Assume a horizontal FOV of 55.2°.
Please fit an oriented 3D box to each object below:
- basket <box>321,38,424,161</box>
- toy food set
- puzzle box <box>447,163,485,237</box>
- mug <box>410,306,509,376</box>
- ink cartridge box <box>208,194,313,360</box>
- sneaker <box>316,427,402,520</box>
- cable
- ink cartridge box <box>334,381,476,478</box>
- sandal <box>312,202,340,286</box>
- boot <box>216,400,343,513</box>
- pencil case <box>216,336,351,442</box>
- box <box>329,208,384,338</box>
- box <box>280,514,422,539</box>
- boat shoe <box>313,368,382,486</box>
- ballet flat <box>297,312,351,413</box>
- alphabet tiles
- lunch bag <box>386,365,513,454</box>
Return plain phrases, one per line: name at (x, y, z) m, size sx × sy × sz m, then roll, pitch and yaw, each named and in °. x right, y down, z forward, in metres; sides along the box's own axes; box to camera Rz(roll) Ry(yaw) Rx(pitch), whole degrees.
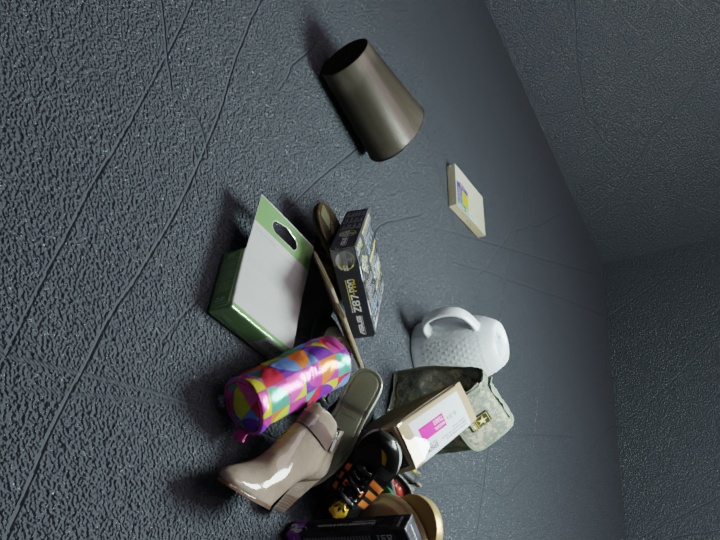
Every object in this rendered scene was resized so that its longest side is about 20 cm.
basket at (0.022, -0.355, 1.402) m, size 0.200 × 0.135 × 0.181 m, roll 50°, pitch 43°, yaw -33°
toy food set at (0.047, 0.429, 1.026) m, size 0.048 × 0.198 × 0.201 m, roll 9°, pitch 76°, yaw -34°
puzzle box at (0.297, -0.194, 1.928) m, size 0.200 × 0.025 × 0.134 m, roll 37°, pitch 47°, yaw -49°
mug at (0.204, 0.149, 1.444) m, size 0.200 × 0.175 × 0.148 m, roll 54°, pitch 35°, yaw -34°
ink cartridge box at (-0.141, 0.010, 1.021) m, size 0.146 × 0.048 × 0.201 m, roll 47°, pitch 39°, yaw -42°
sneaker at (-0.006, 0.317, 0.996) m, size 0.070 × 0.201 × 0.090 m, roll 35°, pitch 34°, yaw 9°
cable at (0.042, 0.350, 1.222) m, size 0.200 × 0.050 × 0.097 m, roll 46°, pitch 46°, yaw -23°
ink cartridge box at (0.069, 0.268, 1.117) m, size 0.200 × 0.164 × 0.075 m, roll -18°, pitch 80°, yaw -51°
sandal at (-0.054, -0.025, 1.196) m, size 0.082 × 0.054 × 0.201 m, roll -85°, pitch 162°, yaw -45°
boot at (-0.096, 0.239, 0.910) m, size 0.147 × 0.070 × 0.200 m, roll -54°, pitch 152°, yaw -13°
pencil case at (-0.099, 0.156, 0.950) m, size 0.200 × 0.088 × 0.089 m, roll -21°, pitch 96°, yaw -48°
box at (0.000, 0.000, 1.180) m, size 0.200 × 0.049 × 0.162 m, roll -74°, pitch 155°, yaw -66°
box at (0.003, 0.404, 0.937) m, size 0.036 × 0.199 × 0.144 m, roll -40°, pitch 113°, yaw -57°
boat shoe at (-0.032, 0.242, 1.043) m, size 0.200 × 0.074 × 0.066 m, roll -59°, pitch 164°, yaw -16°
ballet flat at (-0.052, 0.145, 1.097) m, size 0.068 × 0.068 × 0.201 m, roll 53°, pitch 35°, yaw -33°
alphabet tiles at (-0.034, 0.070, 1.106) m, size 0.167 × 0.006 × 0.201 m, roll -119°, pitch -171°, yaw -49°
lunch bag at (0.179, 0.266, 1.321) m, size 0.164 × 0.199 × 0.118 m, roll 53°, pitch 35°, yaw -36°
